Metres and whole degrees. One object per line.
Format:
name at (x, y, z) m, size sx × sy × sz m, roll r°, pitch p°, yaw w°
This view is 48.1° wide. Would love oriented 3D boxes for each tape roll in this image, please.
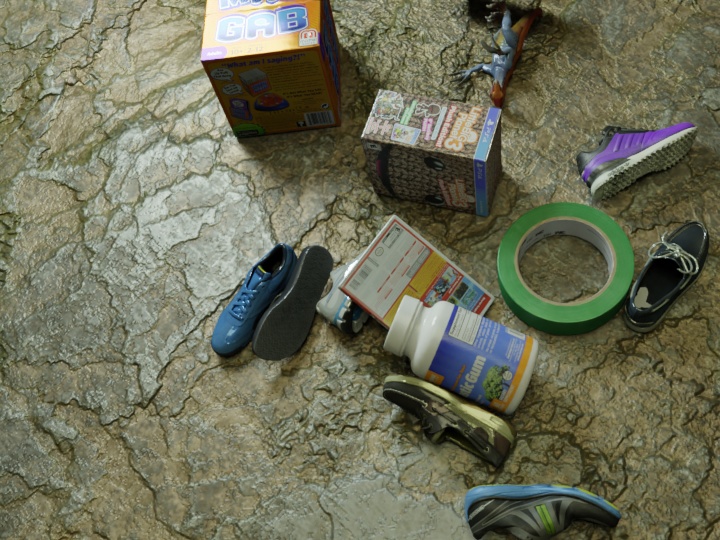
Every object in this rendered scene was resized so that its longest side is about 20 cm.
tape roll at (0.305, -0.005, 1.210) m, size 0.197 × 0.048 × 0.203 m, roll -4°, pitch 62°, yaw 8°

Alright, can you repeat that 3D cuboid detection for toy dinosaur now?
toy dinosaur at (0.256, -0.374, 1.397) m, size 0.197 × 0.105 × 0.184 m, roll -9°, pitch 81°, yaw -9°

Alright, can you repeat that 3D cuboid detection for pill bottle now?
pill bottle at (0.137, 0.111, 1.121) m, size 0.198 × 0.112 × 0.113 m, roll 22°, pitch 67°, yaw 5°

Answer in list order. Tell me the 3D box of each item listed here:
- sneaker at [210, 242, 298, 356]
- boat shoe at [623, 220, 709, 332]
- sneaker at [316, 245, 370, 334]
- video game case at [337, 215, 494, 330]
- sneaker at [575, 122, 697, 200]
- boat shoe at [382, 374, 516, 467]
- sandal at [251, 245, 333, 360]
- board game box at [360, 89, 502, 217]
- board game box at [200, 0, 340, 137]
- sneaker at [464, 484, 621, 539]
sneaker at (-0.172, 0.040, 1.259) m, size 0.066 × 0.079 × 0.201 m, roll 32°, pitch 73°, yaw 22°
boat shoe at (0.448, -0.002, 1.174) m, size 0.075 × 0.062 × 0.200 m, roll 37°, pitch 74°, yaw 27°
sneaker at (0.000, 0.000, 1.254) m, size 0.086 × 0.075 × 0.201 m, roll 21°, pitch 62°, yaw 36°
video game case at (0.084, 0.033, 1.202) m, size 0.199 × 0.017 × 0.143 m, roll 39°, pitch 73°, yaw 0°
sneaker at (0.431, -0.199, 1.277) m, size 0.198 × 0.070 × 0.100 m, roll -26°, pitch 59°, yaw -5°
boat shoe at (0.115, 0.208, 1.120) m, size 0.199 × 0.072 × 0.066 m, roll 22°, pitch 63°, yaw 15°
sandal at (-0.104, 0.054, 1.253) m, size 0.043 × 0.076 × 0.201 m, roll -6°, pitch 48°, yaw 56°
board game box at (0.117, -0.184, 1.276) m, size 0.198 × 0.160 × 0.098 m, roll 13°, pitch 66°, yaw 17°
board game box at (-0.147, -0.382, 1.405) m, size 0.197 × 0.200 × 0.202 m, roll -5°, pitch 61°, yaw 7°
sneaker at (0.235, 0.321, 1.047) m, size 0.197 × 0.071 × 0.084 m, roll -3°, pitch 76°, yaw 10°
